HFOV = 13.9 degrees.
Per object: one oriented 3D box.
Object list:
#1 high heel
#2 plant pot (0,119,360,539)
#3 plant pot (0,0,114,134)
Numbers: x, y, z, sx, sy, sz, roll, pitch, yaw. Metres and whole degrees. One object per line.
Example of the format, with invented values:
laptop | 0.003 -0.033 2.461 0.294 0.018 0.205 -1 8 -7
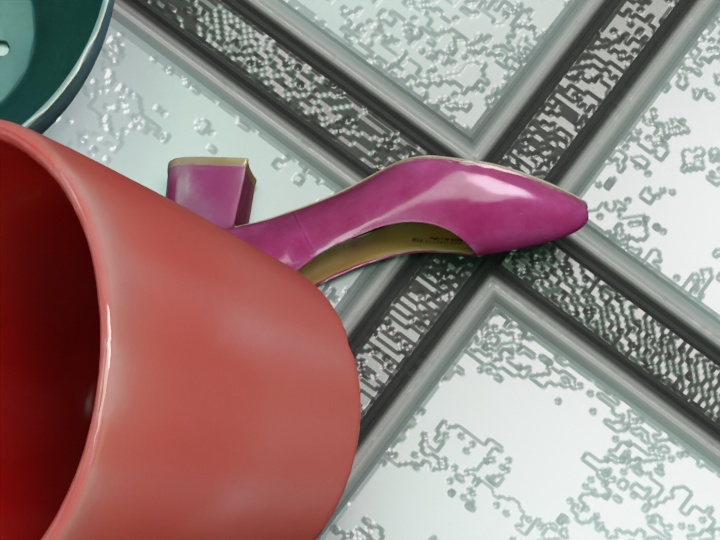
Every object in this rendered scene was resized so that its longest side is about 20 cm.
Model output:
high heel | 0.000 0.000 1.318 0.199 0.067 0.096 4 72 7
plant pot | -0.107 0.052 1.206 0.200 0.177 0.201 -10 75 40
plant pot | -0.200 -0.122 1.318 0.199 0.135 0.201 0 79 2
